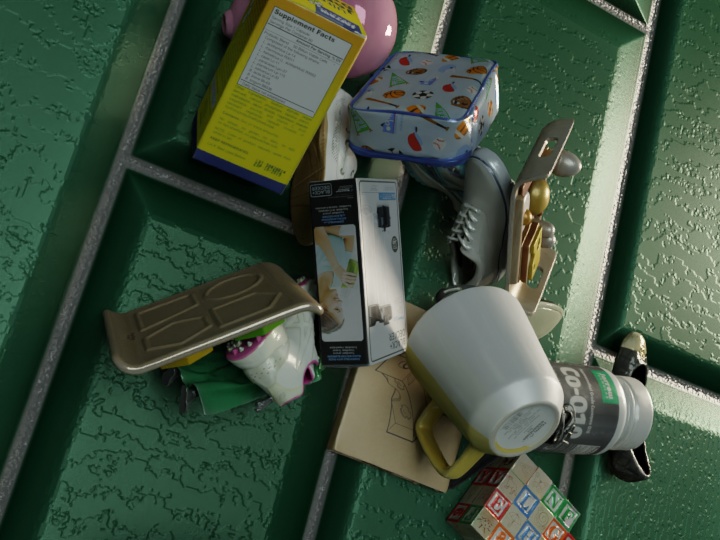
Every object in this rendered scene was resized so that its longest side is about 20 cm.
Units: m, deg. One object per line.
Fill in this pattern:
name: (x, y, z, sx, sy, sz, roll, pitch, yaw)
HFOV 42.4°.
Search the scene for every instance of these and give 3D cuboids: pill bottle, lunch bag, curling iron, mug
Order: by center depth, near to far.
mug: (0.147, 0.136, 1.036, 0.149, 0.153, 0.187, -14, 131, -15)
curling iron: (0.168, 0.208, 1.076, 0.026, 0.200, 0.050, 20, 45, -39)
lunch bag: (0.074, -0.196, 1.097, 0.200, 0.160, 0.076, -57, 149, -51)
pill bottle: (0.258, 0.172, 1.164, 0.199, 0.113, 0.113, 8, 78, -25)

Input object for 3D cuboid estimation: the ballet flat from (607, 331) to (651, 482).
ballet flat: (0.370, 0.182, 1.244, 0.066, 0.057, 0.201, 13, 77, -39)

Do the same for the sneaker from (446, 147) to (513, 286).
sneaker: (0.141, -0.051, 1.119, 0.071, 0.073, 0.200, -31, 135, -26)

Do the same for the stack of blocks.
stack of blocks: (0.216, 0.333, 1.147, 0.200, 0.059, 0.115, 48, 65, -11)

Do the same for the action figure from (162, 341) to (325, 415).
action figure: (-0.114, 0.111, 1.015, 0.200, 0.055, 0.118, -4, 42, -40)

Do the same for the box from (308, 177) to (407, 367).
box: (0.000, 0.000, 1.028, 0.117, 0.060, 0.201, -7, 94, -66)

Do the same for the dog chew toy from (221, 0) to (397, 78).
dog chew toy: (-0.061, -0.287, 1.086, 0.199, 0.125, 0.125, -5, 84, -18)

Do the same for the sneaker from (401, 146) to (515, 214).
sneaker: (0.147, -0.111, 1.171, 0.200, 0.086, 0.078, 28, 71, -19)

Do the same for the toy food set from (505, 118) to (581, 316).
toy food set: (0.222, -0.063, 1.110, 0.144, 0.060, 0.200, -57, 152, -48)

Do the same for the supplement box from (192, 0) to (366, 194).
supplement box: (-0.092, -0.204, 1.001, 0.109, 0.110, 0.200, 22, 116, -21)

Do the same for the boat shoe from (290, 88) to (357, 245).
boat shoe: (-0.034, -0.124, 1.095, 0.069, 0.071, 0.201, 13, 78, -37)

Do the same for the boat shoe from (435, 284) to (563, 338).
boat shoe: (0.179, 0.049, 1.167, 0.200, 0.072, 0.068, 3, 39, -38)

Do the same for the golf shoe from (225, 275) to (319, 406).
golf shoe: (-0.080, 0.074, 1.000, 0.092, 0.075, 0.200, 55, 24, -11)

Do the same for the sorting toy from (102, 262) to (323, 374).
sorting toy: (-0.152, 0.048, 0.932, 0.199, 0.185, 0.037, -16, 107, -14)

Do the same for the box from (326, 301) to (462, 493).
box: (0.060, 0.147, 1.123, 0.163, 0.021, 0.201, 25, 72, -21)
